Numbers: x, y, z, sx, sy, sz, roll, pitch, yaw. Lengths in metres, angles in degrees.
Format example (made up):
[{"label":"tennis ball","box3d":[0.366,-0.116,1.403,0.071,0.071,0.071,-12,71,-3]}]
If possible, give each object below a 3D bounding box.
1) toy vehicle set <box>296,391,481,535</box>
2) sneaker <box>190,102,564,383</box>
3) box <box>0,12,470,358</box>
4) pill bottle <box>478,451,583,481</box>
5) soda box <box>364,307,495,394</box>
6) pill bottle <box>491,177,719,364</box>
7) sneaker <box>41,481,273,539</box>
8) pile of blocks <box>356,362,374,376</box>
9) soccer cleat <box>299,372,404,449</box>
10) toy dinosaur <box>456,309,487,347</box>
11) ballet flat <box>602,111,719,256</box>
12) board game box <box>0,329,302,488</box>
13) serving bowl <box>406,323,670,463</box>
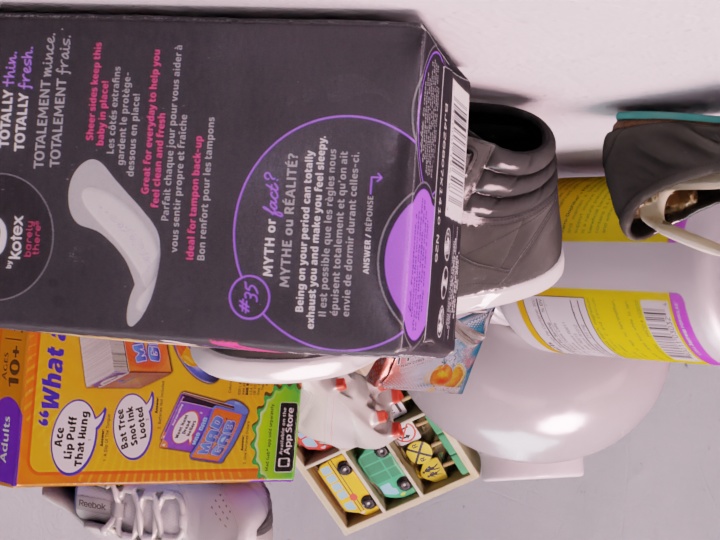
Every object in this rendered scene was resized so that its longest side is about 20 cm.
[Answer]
[{"label":"toy vehicle set","box3d":[-0.010,0.096,1.110,0.123,0.201,0.027,-27,-161,19]},{"label":"sneaker","box3d":[0.010,-0.020,0.670,0.198,0.100,0.071,-19,-142,-24]},{"label":"box","box3d":[-0.063,-0.031,0.588,0.197,0.124,0.106,4,177,14]},{"label":"pill bottle","box3d":[0.123,0.056,1.112,0.108,0.203,0.109,-3,172,0]},{"label":"soda box","box3d":[0.000,0.000,0.917,0.068,0.064,0.200,7,-157,-34]},{"label":"pill bottle","box3d":[0.149,-0.003,0.860,0.103,0.106,0.199,7,177,-42]},{"label":"sneaker","box3d":[-0.131,0.158,0.937,0.086,0.076,0.199,12,173,-43]},{"label":"pile of blocks","box3d":[-0.052,-0.025,0.792,0.200,0.062,0.082,42,163,-30]},{"label":"soccer cleat","box3d":[-0.038,0.073,1.017,0.077,0.070,0.200,-13,142,22]},{"label":"toy dinosaur","box3d":[0.014,-0.059,0.795,0.199,0.105,0.181,38,-170,4]},{"label":"ballet flat","box3d":[0.179,-0.039,0.619,0.067,0.069,0.199,6,176,-30]},{"label":"board game box","box3d":[-0.168,0.017,0.890,0.198,0.203,0.198,3,177,45]},{"label":"serving bowl","box3d":[0.117,0.025,0.994,0.197,0.202,0.066,4,150,2]}]
